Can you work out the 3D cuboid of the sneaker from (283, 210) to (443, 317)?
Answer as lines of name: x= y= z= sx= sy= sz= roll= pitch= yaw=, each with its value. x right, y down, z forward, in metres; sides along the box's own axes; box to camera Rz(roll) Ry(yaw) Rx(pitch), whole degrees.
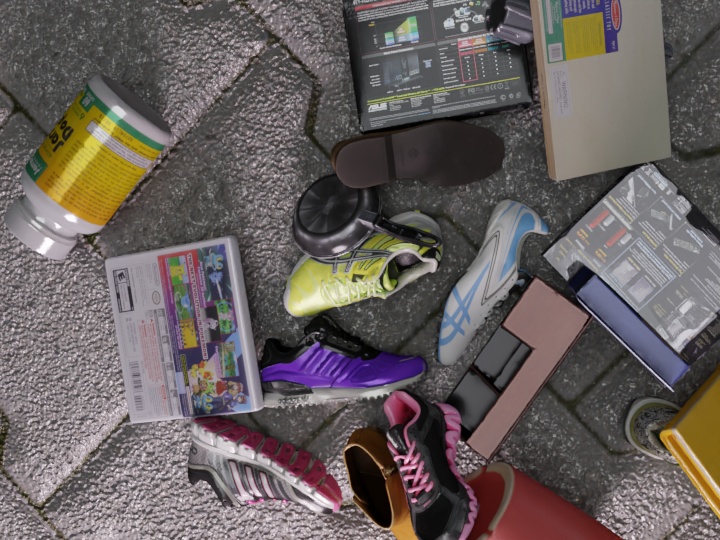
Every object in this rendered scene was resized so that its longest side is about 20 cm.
sneaker: x=0.000 y=0.000 z=1.056 sx=0.198 sy=0.077 sz=0.076 roll=-28 pitch=122 yaw=10

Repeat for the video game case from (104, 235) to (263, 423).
video game case: x=-0.209 y=0.072 z=1.106 sx=0.180 sy=0.023 sz=0.203 roll=-9 pitch=91 yaw=24

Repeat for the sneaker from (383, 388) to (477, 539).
sneaker: x=0.061 y=0.204 z=0.978 sx=0.079 sy=0.201 sz=0.095 roll=-39 pitch=121 yaw=22

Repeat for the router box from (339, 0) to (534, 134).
router box: x=0.085 y=-0.242 z=1.050 sx=0.197 sy=0.062 sz=0.152 roll=-8 pitch=92 yaw=9

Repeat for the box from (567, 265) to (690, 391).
box: x=0.258 y=0.052 z=0.918 sx=0.121 sy=0.200 sz=0.032 roll=45 pitch=100 yaw=4

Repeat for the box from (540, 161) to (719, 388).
box: x=0.322 y=0.001 z=1.032 sx=0.158 sy=0.050 sz=0.200 roll=-44 pitch=86 yaw=8

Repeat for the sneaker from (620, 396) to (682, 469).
sneaker: x=0.382 y=0.200 z=1.012 sx=0.197 sy=0.089 sz=0.078 roll=16 pitch=95 yaw=8

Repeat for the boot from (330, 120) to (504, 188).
boot: x=0.063 y=-0.136 z=1.058 sx=0.197 sy=0.076 sz=0.075 roll=-4 pitch=109 yaw=-11

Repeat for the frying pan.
frying pan: x=-0.010 y=-0.047 z=1.042 sx=0.115 sy=0.031 sz=0.190 roll=-44 pitch=50 yaw=-3

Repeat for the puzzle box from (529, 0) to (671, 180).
puzzle box: x=0.247 y=-0.203 z=0.961 sx=0.131 sy=0.025 sz=0.203 roll=-11 pitch=105 yaw=-8

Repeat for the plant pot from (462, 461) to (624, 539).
plant pot: x=0.167 y=0.311 z=0.978 sx=0.177 sy=0.201 sz=0.200 roll=44 pitch=98 yaw=-10

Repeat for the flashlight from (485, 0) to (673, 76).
flashlight: x=0.230 y=-0.243 z=0.991 sx=0.197 sy=0.068 sz=0.069 roll=12 pitch=98 yaw=-19

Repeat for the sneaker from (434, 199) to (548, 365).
sneaker: x=0.143 y=0.020 z=1.048 sx=0.072 sy=0.072 sz=0.202 roll=29 pitch=97 yaw=16

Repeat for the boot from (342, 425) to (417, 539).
boot: x=0.042 y=0.267 z=1.037 sx=0.070 sy=0.144 sz=0.203 roll=-32 pitch=88 yaw=9

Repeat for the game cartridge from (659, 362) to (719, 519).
game cartridge: x=0.421 y=0.181 z=0.979 sx=0.199 sy=0.032 sz=0.177 roll=-34 pitch=87 yaw=-33

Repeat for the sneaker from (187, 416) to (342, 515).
sneaker: x=-0.118 y=0.246 z=1.098 sx=0.198 sy=0.074 sz=0.088 roll=23 pitch=101 yaw=6

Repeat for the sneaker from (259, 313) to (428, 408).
sneaker: x=-0.024 y=0.098 z=1.077 sx=0.197 sy=0.070 sz=0.101 roll=-8 pitch=89 yaw=8

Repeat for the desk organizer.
desk organizer: x=0.170 y=0.107 z=1.049 sx=0.077 sy=0.072 sz=0.201 roll=35 pitch=97 yaw=8

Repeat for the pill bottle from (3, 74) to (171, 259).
pill bottle: x=-0.320 y=-0.116 z=1.089 sx=0.113 sy=0.113 sz=0.201 roll=41 pitch=98 yaw=5
